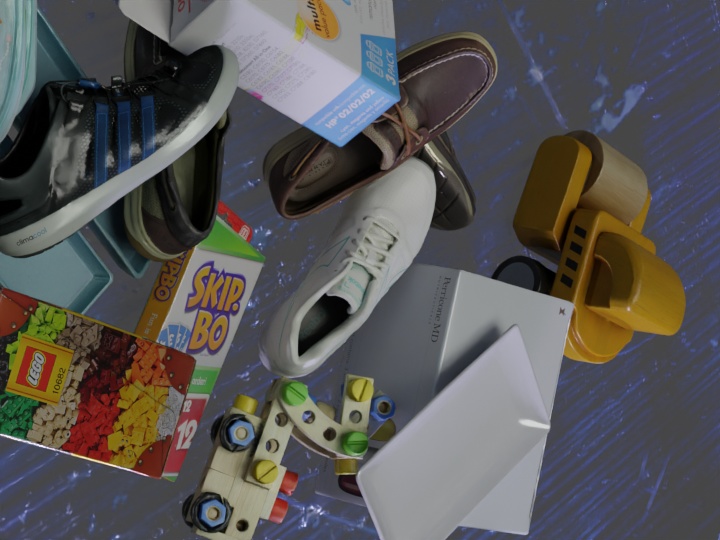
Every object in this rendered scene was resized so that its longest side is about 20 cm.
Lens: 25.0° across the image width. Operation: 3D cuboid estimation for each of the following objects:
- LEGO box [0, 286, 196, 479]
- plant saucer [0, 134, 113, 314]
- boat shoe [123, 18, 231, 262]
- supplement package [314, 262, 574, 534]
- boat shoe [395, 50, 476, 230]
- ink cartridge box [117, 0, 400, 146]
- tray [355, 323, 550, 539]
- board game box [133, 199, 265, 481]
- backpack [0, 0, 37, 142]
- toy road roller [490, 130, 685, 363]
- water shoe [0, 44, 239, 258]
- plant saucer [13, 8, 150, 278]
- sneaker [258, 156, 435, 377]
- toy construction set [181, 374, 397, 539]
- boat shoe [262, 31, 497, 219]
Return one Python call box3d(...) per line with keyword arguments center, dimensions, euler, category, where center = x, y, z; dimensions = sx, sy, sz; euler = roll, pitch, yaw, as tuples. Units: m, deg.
box3d(center=(-0.222, 0.056, 0.969), dimensions=(0.149, 0.200, 0.077), euler=(24, 78, -44), category="LEGO box")
box3d(center=(-0.239, -0.042, 1.067), dimensions=(0.070, 0.019, 0.200), euler=(-52, 129, -27), category="plant saucer")
box3d(center=(-0.120, -0.107, 1.119), dimensions=(0.072, 0.066, 0.201), euler=(17, 69, -47), category="boat shoe")
box3d(center=(0.071, 0.104, 1.336), dimensions=(0.156, 0.111, 0.200), euler=(16, 84, -45), category="supplement package")
box3d(center=(0.041, -0.115, 1.296), dimensions=(0.200, 0.074, 0.073), euler=(54, 49, -34), category="boat shoe")
box3d(center=(-0.068, -0.186, 1.130), dimensions=(0.200, 0.068, 0.115), euler=(28, 41, -34), category="ink cartridge box")
box3d(center=(0.070, 0.136, 1.245), dimensions=(0.200, 0.022, 0.108), euler=(-40, 121, -34), category="tray")
box3d(center=(-0.126, 0.046, 1.171), dimensions=(0.096, 0.030, 0.200), euler=(44, 62, -60), category="board game box")
box3d(center=(-0.263, -0.143, 0.898), dimensions=(0.150, 0.200, 0.178), euler=(-5, 99, -45), category="backpack")
box3d(center=(0.220, -0.016, 1.444), dimensions=(0.123, 0.146, 0.200), euler=(26, 77, -44), category="toy road roller")
box3d(center=(-0.163, -0.092, 1.025), dimensions=(0.200, 0.071, 0.079), euler=(-42, 120, -14), category="water shoe")
box3d(center=(-0.191, -0.087, 1.090), dimensions=(0.200, 0.019, 0.070), euler=(57, 43, -33), category="plant saucer")
box3d(center=(0.000, 0.000, 1.236), dimensions=(0.070, 0.080, 0.200), euler=(35, 82, -11), category="sneaker")
box3d(center=(-0.054, 0.163, 1.210), dimensions=(0.131, 0.092, 0.200), euler=(22, 63, -13), category="toy construction set")
box3d(center=(0.018, -0.102, 1.204), dimensions=(0.200, 0.072, 0.072), euler=(-30, 118, 8), category="boat shoe")
